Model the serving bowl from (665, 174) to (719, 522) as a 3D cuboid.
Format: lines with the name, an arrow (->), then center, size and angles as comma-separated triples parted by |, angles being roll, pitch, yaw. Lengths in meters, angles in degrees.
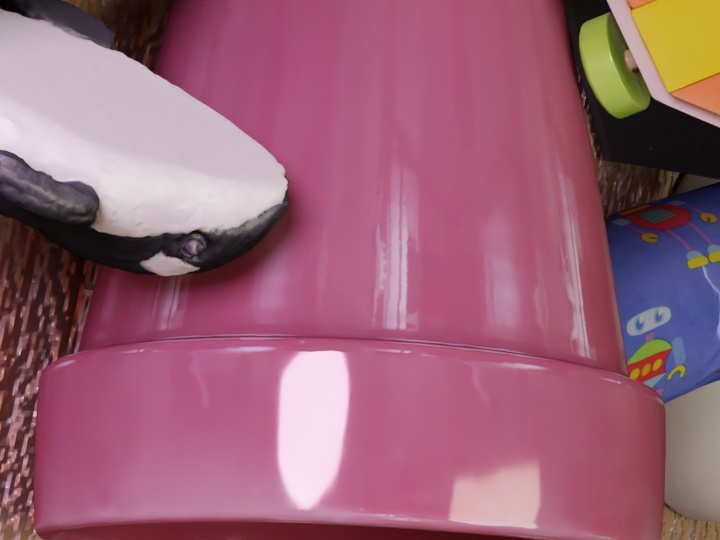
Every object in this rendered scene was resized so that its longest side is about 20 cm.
serving bowl -> 0.204, 0.025, 1.190 | 0.200, 0.065, 0.202 | -24, 120, -48

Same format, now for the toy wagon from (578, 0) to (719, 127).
toy wagon -> 0.115, -0.136, 0.762 | 0.201, 0.154, 0.040 | 63, 24, -14

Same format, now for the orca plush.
orca plush -> -0.121, -0.030, 0.688 | 0.199, 0.105, 0.071 | 11, 123, -35

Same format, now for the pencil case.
pencil case -> 0.121, 0.017, 1.032 | 0.199, 0.078, 0.088 | -20, 108, -36

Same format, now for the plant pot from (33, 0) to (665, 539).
plant pot -> 0.000, 0.000, 0.810 | 0.200, 0.199, 0.181 | 18, 72, -55

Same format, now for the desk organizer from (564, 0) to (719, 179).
desk organizer -> 0.123, -0.139, 1.020 | 0.077, 0.071, 0.201 | -52, 138, -34
